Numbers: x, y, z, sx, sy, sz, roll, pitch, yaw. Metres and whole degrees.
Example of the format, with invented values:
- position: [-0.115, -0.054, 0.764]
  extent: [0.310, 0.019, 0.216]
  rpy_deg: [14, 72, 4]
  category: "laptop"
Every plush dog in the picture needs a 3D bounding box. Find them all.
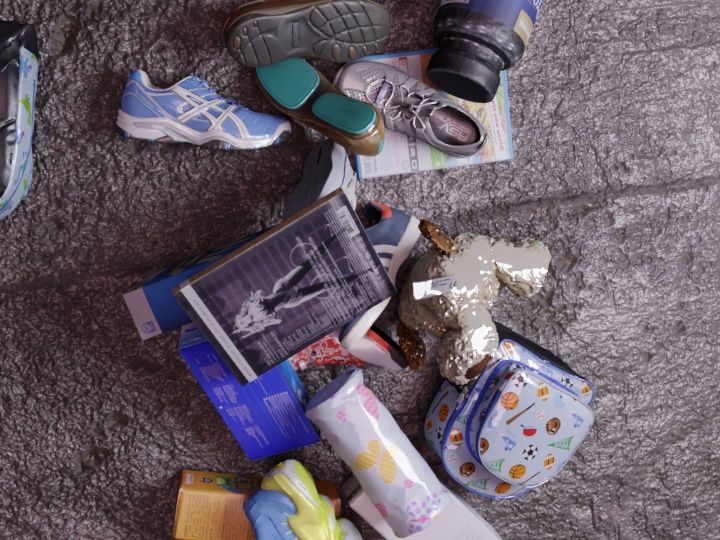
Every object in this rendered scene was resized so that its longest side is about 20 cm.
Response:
- position: [0.099, 0.023, 1.019]
  extent: [0.160, 0.172, 0.201]
  rpy_deg: [40, 67, -5]
  category: "plush dog"

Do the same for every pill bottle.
- position: [0.149, -0.303, 1.005]
  extent: [0.111, 0.112, 0.202]
  rpy_deg: [22, 85, -12]
  category: "pill bottle"

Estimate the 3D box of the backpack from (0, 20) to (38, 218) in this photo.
- position: [-0.419, -0.150, 0.930]
  extent: [0.161, 0.154, 0.202]
  rpy_deg: [-5, 77, -12]
  category: "backpack"

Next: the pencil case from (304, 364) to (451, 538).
- position: [0.020, 0.211, 1.012]
  extent: [0.083, 0.091, 0.201]
  rpy_deg: [-36, 91, 0]
  category: "pencil case"

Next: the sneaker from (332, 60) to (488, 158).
- position: [0.064, -0.192, 1.013]
  extent: [0.198, 0.082, 0.075]
  rpy_deg: [19, 94, -11]
  category: "sneaker"

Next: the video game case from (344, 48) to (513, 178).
- position: [0.085, -0.196, 1.068]
  extent: [0.198, 0.018, 0.145]
  rpy_deg: [-8, 99, -9]
  category: "video game case"

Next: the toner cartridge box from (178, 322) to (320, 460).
- position: [-0.124, 0.133, 1.011]
  extent: [0.094, 0.043, 0.201]
  rpy_deg: [-17, 127, 8]
  category: "toner cartridge box"

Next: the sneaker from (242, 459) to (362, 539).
- position: [-0.063, 0.323, 1.026]
  extent: [0.105, 0.076, 0.201]
  rpy_deg: [-34, 94, 7]
  category: "sneaker"

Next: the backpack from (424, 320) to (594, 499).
- position: [0.179, 0.185, 1.078]
  extent: [0.199, 0.154, 0.191]
  rpy_deg: [30, 102, -16]
  category: "backpack"

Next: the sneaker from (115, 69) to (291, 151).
- position: [-0.176, -0.180, 0.992]
  extent: [0.198, 0.076, 0.078]
  rpy_deg: [5, 101, -12]
  category: "sneaker"

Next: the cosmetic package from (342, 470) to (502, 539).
- position: [0.081, 0.314, 1.112]
  extent: [0.102, 0.074, 0.200]
  rpy_deg: [-44, 101, -2]
  category: "cosmetic package"

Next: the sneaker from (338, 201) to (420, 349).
- position: [0.000, 0.000, 1.023]
  extent: [0.084, 0.075, 0.201]
  rpy_deg: [30, 52, -5]
  category: "sneaker"

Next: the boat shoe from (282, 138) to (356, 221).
- position: [-0.032, -0.085, 0.976]
  extent: [0.073, 0.201, 0.067]
  rpy_deg: [-31, 113, 26]
  category: "boat shoe"

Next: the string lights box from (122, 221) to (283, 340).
- position: [-0.153, 0.007, 0.981]
  extent: [0.198, 0.103, 0.059]
  rpy_deg: [-21, 101, 11]
  category: "string lights box"

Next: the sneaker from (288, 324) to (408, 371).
- position: [-0.045, 0.093, 1.061]
  extent: [0.200, 0.067, 0.108]
  rpy_deg: [33, 93, -11]
  category: "sneaker"

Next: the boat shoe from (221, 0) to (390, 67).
- position: [-0.064, -0.283, 0.995]
  extent: [0.198, 0.074, 0.076]
  rpy_deg: [-9, 128, -23]
  category: "boat shoe"

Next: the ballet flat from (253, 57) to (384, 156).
- position: [-0.045, -0.185, 1.000]
  extent: [0.199, 0.072, 0.068]
  rpy_deg: [33, 75, 30]
  category: "ballet flat"

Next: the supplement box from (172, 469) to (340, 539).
- position: [-0.128, 0.293, 1.073]
  extent: [0.198, 0.067, 0.070]
  rpy_deg: [5, 97, -12]
  category: "supplement box"

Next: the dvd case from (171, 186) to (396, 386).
- position: [-0.074, 0.021, 0.909]
  extent: [0.199, 0.016, 0.149]
  rpy_deg: [-31, 128, -2]
  category: "dvd case"
